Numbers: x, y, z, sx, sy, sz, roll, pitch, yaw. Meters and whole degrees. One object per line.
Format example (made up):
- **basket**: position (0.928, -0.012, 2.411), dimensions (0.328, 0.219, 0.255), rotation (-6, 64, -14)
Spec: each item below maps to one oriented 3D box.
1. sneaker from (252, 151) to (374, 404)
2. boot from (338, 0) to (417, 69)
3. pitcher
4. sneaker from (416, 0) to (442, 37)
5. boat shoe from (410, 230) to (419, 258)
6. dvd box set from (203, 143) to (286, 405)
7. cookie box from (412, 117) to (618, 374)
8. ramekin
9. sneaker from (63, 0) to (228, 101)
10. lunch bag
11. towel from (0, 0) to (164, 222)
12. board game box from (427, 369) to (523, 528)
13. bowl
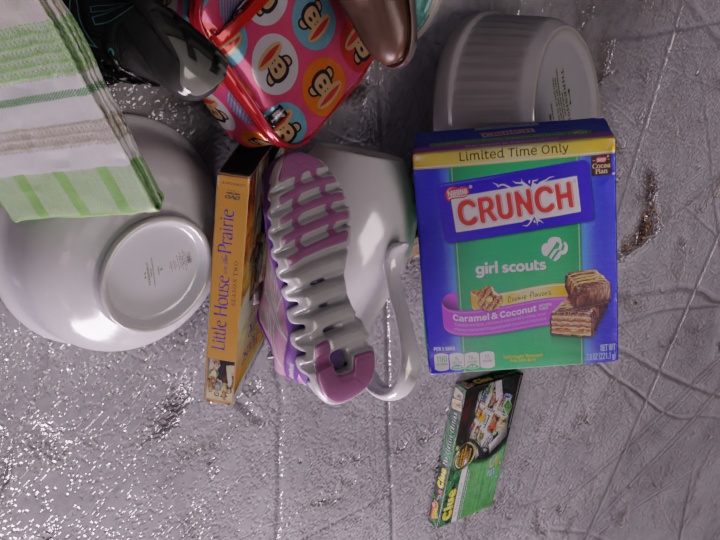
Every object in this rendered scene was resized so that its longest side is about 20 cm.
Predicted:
- **sneaker**: position (-0.053, 0.007, 0.829), dimensions (0.080, 0.088, 0.203), rotation (-16, 100, -39)
- **boot**: position (-0.065, -0.201, 0.682), dimensions (0.199, 0.064, 0.188), rotation (-28, 97, -40)
- **pitcher**: position (0.000, 0.000, 0.894), dimensions (0.120, 0.171, 0.203), rotation (0, 105, -46)
- **sneaker**: position (0.035, -0.295, 0.858), dimensions (0.079, 0.071, 0.202), rotation (0, 108, -37)
- **boat shoe**: position (0.068, -0.043, 1.031), dimensions (0.199, 0.072, 0.066), rotation (-36, 132, -29)
- **dvd box set**: position (-0.095, -0.010, 0.863), dimensions (0.147, 0.029, 0.202), rotation (-70, 169, -65)
- **cookie box**: position (0.135, -0.021, 0.889), dimensions (0.169, 0.075, 0.202), rotation (-4, 109, 5)
- **ramekin**: position (0.156, -0.148, 0.978), dimensions (0.201, 0.093, 0.205), rotation (-6, 97, -55)
- **sneaker**: position (-0.152, -0.148, 0.676), dimensions (0.079, 0.200, 0.075), rotation (-50, 133, 5)
- **lunch bag**: position (-0.062, -0.213, 0.784), dimensions (0.201, 0.081, 0.177), rotation (-54, 128, -23)
- **towel**: position (-0.221, -0.120, 0.661), dimensions (0.031, 0.148, 0.201), rotation (-59, 138, -41)
- **board game box**: position (0.144, 0.222, 1.288), dimensions (0.104, 0.023, 0.202), rotation (-11, 120, -41)
- **bowl**: position (-0.180, -0.013, 0.806), dimensions (0.200, 0.090, 0.203), rotation (-22, 127, -31)
